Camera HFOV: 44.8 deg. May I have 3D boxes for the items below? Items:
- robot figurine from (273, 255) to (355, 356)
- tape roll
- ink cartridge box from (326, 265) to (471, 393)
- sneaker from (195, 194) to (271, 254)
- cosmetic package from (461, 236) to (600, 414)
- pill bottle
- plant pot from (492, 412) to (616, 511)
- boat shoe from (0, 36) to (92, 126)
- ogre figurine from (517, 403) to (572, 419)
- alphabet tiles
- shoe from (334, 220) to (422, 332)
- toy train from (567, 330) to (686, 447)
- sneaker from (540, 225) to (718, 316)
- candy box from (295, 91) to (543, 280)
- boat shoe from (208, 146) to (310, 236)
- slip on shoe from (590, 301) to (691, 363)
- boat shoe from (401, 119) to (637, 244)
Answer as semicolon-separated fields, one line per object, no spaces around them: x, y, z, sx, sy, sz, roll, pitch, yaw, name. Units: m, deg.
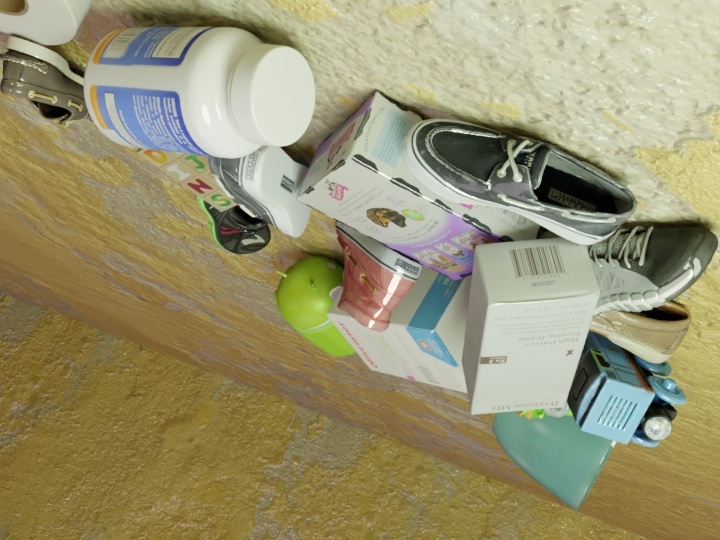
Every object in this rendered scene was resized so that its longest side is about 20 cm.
-0.047;0.054;1.310;0.175;0.116;0.200;16;163;37;robot figurine
-0.344;-0.281;0.792;0.202;0.037;0.203;20;163;6;tape roll
0.068;0.054;1.107;0.199;0.125;0.129;8;145;43;ink cartridge box
-0.151;-0.068;1.137;0.083;0.077;0.200;22;165;16;sneaker
0.154;0.058;0.828;0.101;0.074;0.200;-5;141;0;cosmetic package
-0.141;-0.158;0.777;0.199;0.112;0.112;12;160;34;pill bottle
0.289;0.215;1.259;0.161;0.201;0.201;29;167;20;plant pot
-0.336;-0.194;0.959;0.072;0.060;0.200;17;176;3;boat shoe
0.254;0.138;1.127;0.119;0.200;0.098;-4;131;-23;ogre figurine
-0.148;-0.125;0.976;0.166;0.006;0.200;-18;140;36;alphabet tiles
0.000;0.000;1.014;0.071;0.091;0.200;26;-173;-25;shoe
0.285;0.118;0.986;0.114;0.087;0.200;19;-157;-9;toy train
0.223;-0.018;0.814;0.115;0.075;0.200;39;152;-10;sneaker
0.057;-0.073;0.855;0.199;0.072;0.168;27;163;-16;candy box
-0.102;-0.087;0.916;0.067;0.072;0.200;14;174;15;boat shoe
0.258;0.032;0.942;0.199;0.076;0.061;27;133;1;slip on shoe
0.134;-0.081;0.730;0.199;0.072;0.068;24;162;-4;boat shoe
